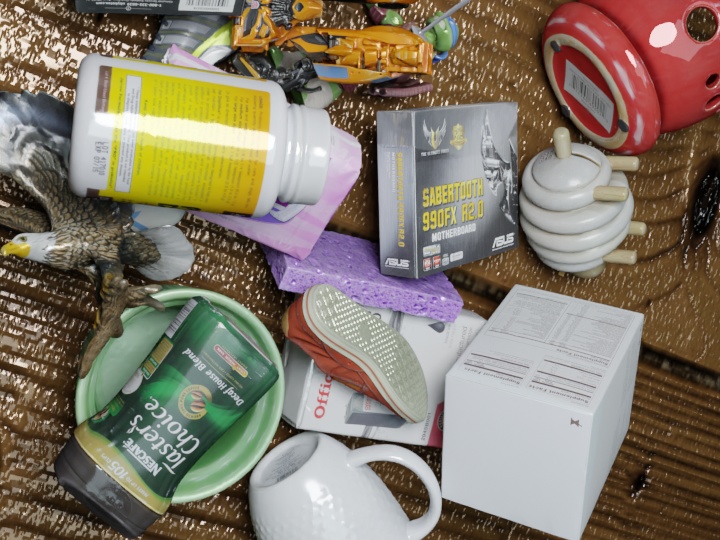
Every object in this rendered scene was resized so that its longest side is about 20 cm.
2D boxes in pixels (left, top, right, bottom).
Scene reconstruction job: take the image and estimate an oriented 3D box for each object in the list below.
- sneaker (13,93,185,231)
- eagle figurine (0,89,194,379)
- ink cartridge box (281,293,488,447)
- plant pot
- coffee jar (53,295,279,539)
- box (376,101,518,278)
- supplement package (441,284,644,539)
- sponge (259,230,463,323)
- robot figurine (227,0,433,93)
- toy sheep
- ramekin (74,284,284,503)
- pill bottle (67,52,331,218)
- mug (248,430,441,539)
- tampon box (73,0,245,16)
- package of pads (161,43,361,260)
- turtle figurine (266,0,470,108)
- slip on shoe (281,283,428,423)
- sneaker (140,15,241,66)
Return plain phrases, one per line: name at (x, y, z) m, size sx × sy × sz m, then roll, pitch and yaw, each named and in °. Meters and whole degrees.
sneaker at (-0.246, -0.094, 0.943) m, size 0.198 × 0.072 × 0.073 m, roll 28°, pitch 67°, yaw -24°
eagle figurine at (-0.254, -0.039, 0.877) m, size 0.151 × 0.151 × 0.201 m, roll -39°, pitch 70°, yaw 0°
ink cartridge box at (0.021, 0.098, 1.087) m, size 0.196 × 0.085 × 0.149 m, roll 11°, pitch 94°, yaw -22°
plant pot at (0.305, -0.238, 1.091) m, size 0.181 × 0.200 × 0.203 m, roll -33°, pitch 110°, yaw -11°
coffee jar at (-0.170, 0.129, 0.901) m, size 0.104 × 0.085 × 0.201 m, roll 44°, pitch 81°, yaw -22°
box at (0.095, -0.088, 1.060) m, size 0.198 × 0.048 × 0.162 m, roll -14°, pitch 107°, yaw -51°
supplement package at (0.189, 0.138, 1.064) m, size 0.200 × 0.148 × 0.155 m, roll -42°, pitch 139°, yaw -52°
sponge at (0.000, 0.000, 1.046) m, size 0.196 × 0.112 × 0.030 m, roll 13°, pitch 112°, yaw -24°
robot figurine at (-0.031, -0.229, 0.908) m, size 0.196 × 0.058 × 0.148 m, roll 5°, pitch 95°, yaw 15°
toy sheep at (0.235, -0.072, 1.118) m, size 0.136 × 0.138 × 0.203 m, roll -29°, pitch 128°, yaw -16°
ramekin at (-0.180, 0.110, 0.995) m, size 0.196 × 0.097 × 0.205 m, roll -4°, pitch 100°, yaw -22°
pill bottle at (-0.126, -0.102, 0.814) m, size 0.196 × 0.109 × 0.112 m, roll 6°, pitch 97°, yaw -16°
mug at (-0.011, 0.250, 1.051) m, size 0.198 × 0.148 × 0.177 m, roll -28°, pitch 107°, yaw 15°
tampon box at (-0.175, -0.331, 0.858) m, size 0.147 × 0.127 × 0.203 m, roll -4°, pitch 58°, yaw -22°
package of pads at (-0.109, -0.103, 0.929) m, size 0.197 × 0.076 × 0.121 m, roll 23°, pitch 119°, yaw -24°
turtle figurine at (0.005, -0.242, 0.993) m, size 0.191 × 0.200 × 0.146 m, roll -26°, pitch 77°, yaw -12°
slip on shoe at (0.000, 0.085, 1.002) m, size 0.199 × 0.061 × 0.075 m, roll 41°, pitch 42°, yaw -33°
sneaker at (-0.171, -0.216, 0.969) m, size 0.199 × 0.074 × 0.082 m, roll -40°, pitch 102°, yaw -18°
